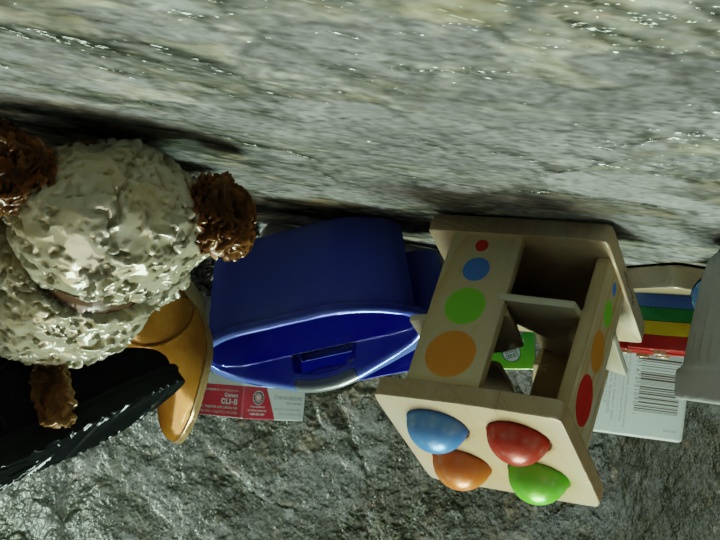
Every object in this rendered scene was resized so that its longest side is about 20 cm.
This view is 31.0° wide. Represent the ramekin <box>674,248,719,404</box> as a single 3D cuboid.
[{"bbox_3d":[0.306,0.042,0.825,0.199,0.106,0.200,7,176,0],"label":"ramekin"}]

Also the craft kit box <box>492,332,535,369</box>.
[{"bbox_3d":[0.067,0.062,1.234,0.196,0.049,0.200,-3,-177,8],"label":"craft kit box"}]

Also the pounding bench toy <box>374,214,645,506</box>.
[{"bbox_3d":[0.113,0.086,0.881,0.124,0.157,0.200,5,149,27],"label":"pounding bench toy"}]

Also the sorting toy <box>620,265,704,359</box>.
[{"bbox_3d":[0.304,0.046,1.125,0.199,0.070,0.199,8,175,-17],"label":"sorting toy"}]

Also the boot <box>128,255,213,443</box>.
[{"bbox_3d":[-0.172,0.026,0.892,0.143,0.202,0.071,4,-155,-16],"label":"boot"}]

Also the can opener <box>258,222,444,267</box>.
[{"bbox_3d":[0.000,0.000,1.095,0.199,0.053,0.066,7,158,-20],"label":"can opener"}]

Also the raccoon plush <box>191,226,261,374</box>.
[{"bbox_3d":[-0.120,0.029,1.128,0.096,0.135,0.200,3,174,33],"label":"raccoon plush"}]

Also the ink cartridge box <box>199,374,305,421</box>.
[{"bbox_3d":[-0.167,0.105,1.830,0.144,0.201,0.145,1,174,35],"label":"ink cartridge box"}]

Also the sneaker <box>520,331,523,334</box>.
[{"bbox_3d":[0.112,0.004,1.039,0.083,0.072,0.200,28,172,-2],"label":"sneaker"}]

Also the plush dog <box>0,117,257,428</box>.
[{"bbox_3d":[-0.153,-0.014,0.715,0.199,0.161,0.172,9,152,-24],"label":"plush dog"}]

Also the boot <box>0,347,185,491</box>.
[{"bbox_3d":[-0.223,0.044,0.801,0.198,0.163,0.073,-24,165,-41],"label":"boot"}]

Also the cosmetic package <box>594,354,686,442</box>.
[{"bbox_3d":[0.410,0.172,2.019,0.164,0.166,0.200,7,175,5],"label":"cosmetic package"}]

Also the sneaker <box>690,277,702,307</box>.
[{"bbox_3d":[0.341,0.030,0.984,0.199,0.079,0.090,11,-166,-16],"label":"sneaker"}]

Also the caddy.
[{"bbox_3d":[-0.024,0.040,0.979,0.199,0.106,0.141,-14,153,27],"label":"caddy"}]
